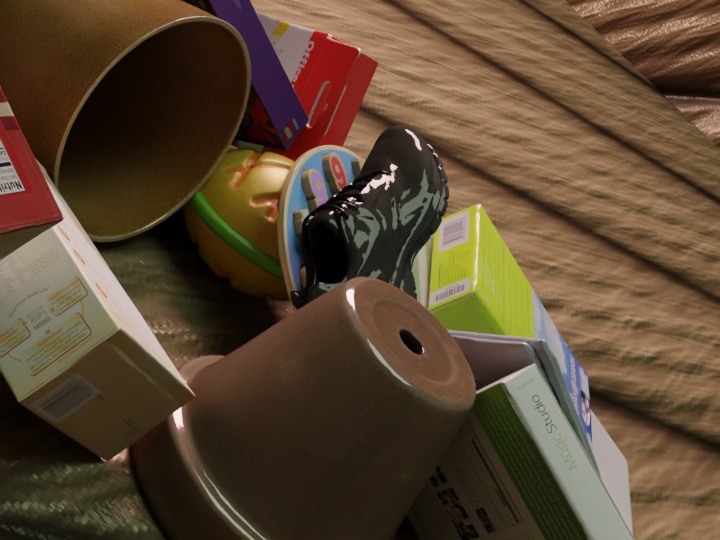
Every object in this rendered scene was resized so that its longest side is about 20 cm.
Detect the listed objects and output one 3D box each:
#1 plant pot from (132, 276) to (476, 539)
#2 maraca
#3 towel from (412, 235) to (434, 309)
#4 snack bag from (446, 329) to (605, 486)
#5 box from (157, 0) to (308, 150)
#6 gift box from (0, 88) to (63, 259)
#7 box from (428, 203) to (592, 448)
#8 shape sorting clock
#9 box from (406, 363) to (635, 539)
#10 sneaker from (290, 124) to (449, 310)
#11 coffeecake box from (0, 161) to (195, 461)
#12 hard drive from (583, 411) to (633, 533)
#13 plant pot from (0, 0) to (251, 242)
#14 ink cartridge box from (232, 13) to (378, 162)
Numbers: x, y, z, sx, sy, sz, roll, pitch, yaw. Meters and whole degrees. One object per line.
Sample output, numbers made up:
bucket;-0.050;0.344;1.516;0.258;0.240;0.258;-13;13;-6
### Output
plant pot;-0.021;0.102;1.020;0.200;0.175;0.200;35;25;-20
maraca;-0.091;-0.051;1.254;0.200;0.107;0.137;44;19;25
towel;0.071;0.040;1.248;0.200;0.023;0.153;49;27;-38
snack bag;0.097;0.128;1.108;0.021;0.188;0.201;-36;112;-31
box;-0.136;-0.185;1.228;0.137;0.039;0.200;16;-32;35
gift box;-0.297;-0.057;0.809;0.184;0.186;0.201;-11;73;-61
box;0.122;0.059;1.250;0.200;0.048;0.122;55;24;-29
shape sorting clock;0.000;0.000;1.200;0.200;0.039;0.201;28;56;-54
box;0.093;0.156;1.072;0.036;0.200;0.145;-27;86;-30
sneaker;0.005;-0.033;1.131;0.091;0.076;0.201;37;49;-30
coffeecake box;-0.199;0.001;0.949;0.200;0.073;0.154;54;-3;21
hard drive;0.196;0.170;1.373;0.132;0.027;0.200;54;16;-11
plant pot;-0.215;-0.154;1.159;0.200;0.187;0.186;38;19;25
ink cartridge box;-0.064;-0.151;1.353;0.067;0.117;0.200;21;3;-44
